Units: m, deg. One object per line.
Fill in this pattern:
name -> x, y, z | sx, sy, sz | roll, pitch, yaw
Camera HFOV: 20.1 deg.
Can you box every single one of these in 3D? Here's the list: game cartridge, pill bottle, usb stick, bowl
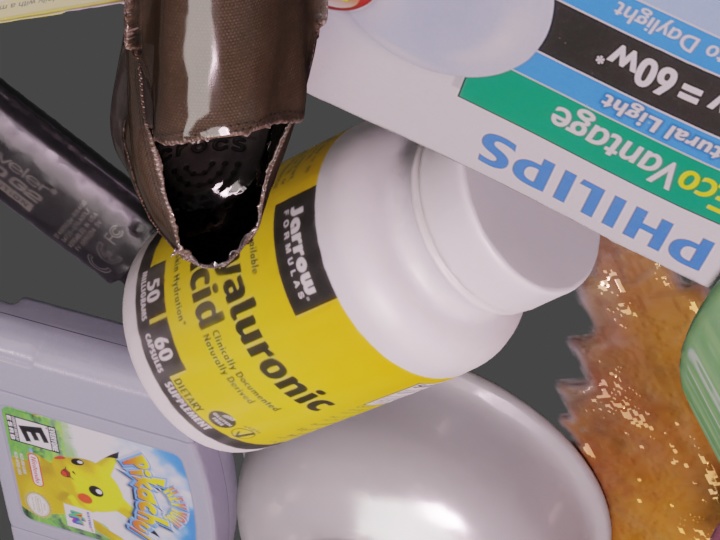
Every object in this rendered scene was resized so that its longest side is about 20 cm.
game cartridge -> -0.131, 0.104, 1.084 | 0.132, 0.041, 0.201 | 11, 136, 13
pill bottle -> 0.000, 0.000, 0.849 | 0.199, 0.112, 0.111 | -25, 117, 41
usb stick -> -0.174, -0.067, 0.936 | 0.199, 0.033, 0.055 | 38, 131, -11
bowl -> 0.016, 0.139, 0.996 | 0.199, 0.091, 0.202 | 16, 137, 15

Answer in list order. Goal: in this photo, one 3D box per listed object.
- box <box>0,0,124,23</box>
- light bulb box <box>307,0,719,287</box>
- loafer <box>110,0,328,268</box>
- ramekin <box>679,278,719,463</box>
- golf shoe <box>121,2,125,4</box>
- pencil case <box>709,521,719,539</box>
box -> -0.096, -0.212, 0.623 | 0.177, 0.096, 0.201 | 60, 148, 29
light bulb box -> 0.077, -0.134, 0.662 | 0.197, 0.125, 0.201 | 25, 138, 4
loafer -> -0.038, -0.074, 0.623 | 0.072, 0.072, 0.201 | -12, 146, -13
ramekin -> 0.208, 0.028, 0.705 | 0.098, 0.199, 0.201 | 60, 148, 27
golf shoe -> -0.136, -0.141, 0.785 | 0.199, 0.073, 0.092 | 22, 138, -25
pencil case -> 0.245, 0.158, 0.897 | 0.199, 0.088, 0.088 | 29, 139, 1
